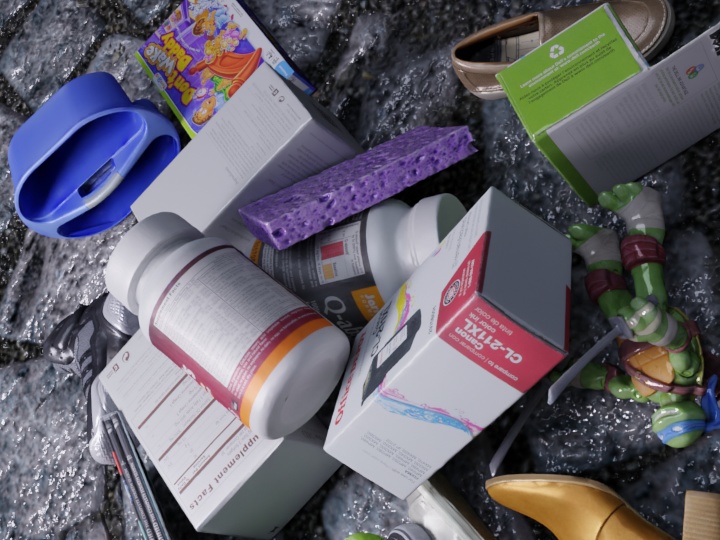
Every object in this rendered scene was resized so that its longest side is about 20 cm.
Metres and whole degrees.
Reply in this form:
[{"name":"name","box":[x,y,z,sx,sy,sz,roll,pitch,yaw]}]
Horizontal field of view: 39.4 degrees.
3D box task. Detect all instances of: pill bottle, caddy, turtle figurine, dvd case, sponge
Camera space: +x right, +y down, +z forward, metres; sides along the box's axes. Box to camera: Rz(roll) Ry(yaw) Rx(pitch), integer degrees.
[{"name":"pill bottle","box":[0.000,0.000,0.910,0.200,0.116,0.117,-14,67,27]},{"name":"caddy","box":[-0.294,-0.118,1.111,0.200,0.141,0.105,-39,53,15]},{"name":"turtle figurine","box":[0.181,0.038,0.766,0.200,0.144,0.194,-9,60,11]},{"name":"dvd case","box":[-0.187,0.245,0.933,0.022,0.146,0.200,-22,57,-13]},{"name":"pill bottle","box":[-0.115,0.041,0.845,0.200,0.110,0.110,37,94,22]},{"name":"sponge","box":[-0.004,-0.079,0.905,0.200,0.030,0.112,-27,16,-12]}]

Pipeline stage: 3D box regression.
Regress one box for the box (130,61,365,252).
[{"name":"box","box":[-0.105,-0.082,0.994,0.200,0.124,0.098,-45,55,10]}]

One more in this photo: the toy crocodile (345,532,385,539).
[{"name":"toy crocodile","box":[-0.024,0.321,0.856,0.067,0.062,0.200,5,77,64]}]

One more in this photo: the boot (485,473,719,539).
[{"name":"boot","box":[0.182,0.231,0.752,0.201,0.071,0.144,1,74,27]}]

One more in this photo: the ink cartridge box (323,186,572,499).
[{"name":"ink cartridge box","box":[0.067,0.058,0.773,0.200,0.083,0.146,-49,14,34]}]

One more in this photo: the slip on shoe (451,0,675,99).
[{"name":"slip on shoe","box":[0.177,-0.207,0.906,0.200,0.061,0.076,-7,71,29]}]

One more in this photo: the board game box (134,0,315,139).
[{"name":"board game box","box":[-0.154,-0.221,1.118,0.134,0.045,0.200,-44,57,11]}]

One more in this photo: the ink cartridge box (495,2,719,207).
[{"name":"ink cartridge box","box":[0.233,-0.154,0.804,0.200,0.148,0.076,-33,59,17]}]

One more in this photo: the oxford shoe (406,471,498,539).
[{"name":"oxford shoe","box":[0.070,0.216,0.824,0.058,0.075,0.200,-44,62,8]}]

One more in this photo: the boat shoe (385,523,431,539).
[{"name":"boat shoe","box":[0.023,0.304,0.796,0.070,0.066,0.200,7,96,57]}]

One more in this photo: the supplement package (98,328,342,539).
[{"name":"supplement package","box":[-0.130,0.137,0.942,0.117,0.117,0.200,-47,57,7]}]

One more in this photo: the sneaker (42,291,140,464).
[{"name":"sneaker","box":[-0.278,0.113,1.063,0.114,0.075,0.200,-16,57,28]}]
